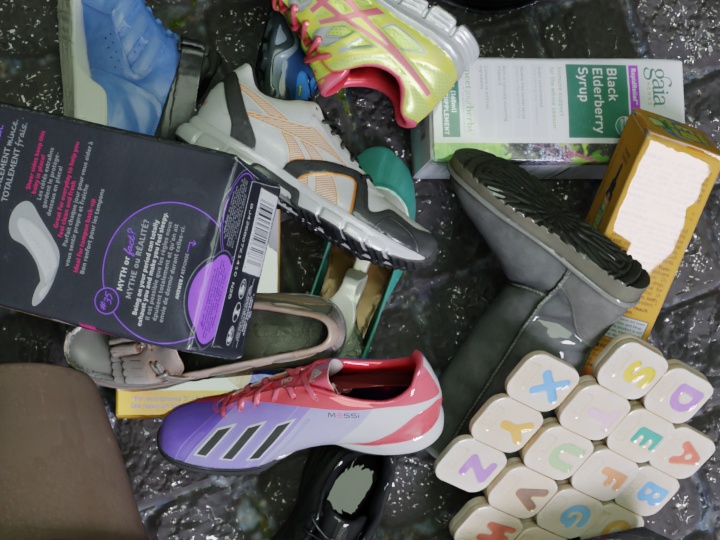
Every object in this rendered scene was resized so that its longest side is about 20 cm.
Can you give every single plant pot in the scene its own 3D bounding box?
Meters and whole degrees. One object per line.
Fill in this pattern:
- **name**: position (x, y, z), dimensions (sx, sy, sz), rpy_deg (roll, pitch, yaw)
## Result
- **plant pot**: position (-0.223, 0.159, 0.956), dimensions (0.198, 0.201, 0.176), rpy_deg (-4, 67, -11)

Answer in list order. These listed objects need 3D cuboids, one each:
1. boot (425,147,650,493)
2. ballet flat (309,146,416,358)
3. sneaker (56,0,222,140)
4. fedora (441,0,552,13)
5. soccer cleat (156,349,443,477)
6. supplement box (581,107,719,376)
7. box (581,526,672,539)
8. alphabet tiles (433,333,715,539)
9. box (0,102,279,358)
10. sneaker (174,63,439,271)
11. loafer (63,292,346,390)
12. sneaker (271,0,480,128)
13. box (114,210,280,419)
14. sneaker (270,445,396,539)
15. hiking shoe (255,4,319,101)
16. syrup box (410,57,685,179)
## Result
- **boot**: position (0.092, 0.039, 1.043), dimensions (0.182, 0.201, 0.072), rpy_deg (43, 33, 19)
- **ballet flat**: position (0.000, 0.000, 1.064), dimensions (0.067, 0.070, 0.202), rpy_deg (19, 79, -6)
- **sneaker**: position (-0.159, -0.169, 1.058), dimensions (0.110, 0.077, 0.202), rpy_deg (0, 72, -20)
- **fedora**: position (0.109, -0.263, 1.058), dimensions (0.198, 0.092, 0.202), rpy_deg (-7, 126, -10)
- **soccer cleat**: position (-0.043, 0.090, 0.986), dimensions (0.197, 0.074, 0.069), rpy_deg (-5, 45, 4)
- **supplement box**: position (0.192, -0.010, 1.056), dimensions (0.068, 0.067, 0.202), rpy_deg (15, 112, -7)
- **box**: position (0.181, 0.297, 1.027), dimensions (0.121, 0.106, 0.203), rpy_deg (-9, 93, -12)
- **alphabet tiles**: position (0.155, 0.135, 1.035), dimensions (0.195, 0.015, 0.200), rpy_deg (27, 111, -32)
- **box**: position (-0.167, -0.026, 0.926), dimensions (0.198, 0.106, 0.124), rpy_deg (14, 86, 13)
- **sneaker**: position (-0.027, -0.070, 1.001), dimensions (0.199, 0.074, 0.080), rpy_deg (32, 80, 1)
- **loafer**: position (-0.108, 0.043, 0.995), dimensions (0.197, 0.063, 0.073), rpy_deg (-4, 87, -1)
- **sneaker**: position (-0.020, -0.170, 1.010), dimensions (0.199, 0.078, 0.091), rpy_deg (30, 84, 1)
- **box**: position (-0.118, 0.007, 1.058), dimensions (0.118, 0.041, 0.203), rpy_deg (1, 85, -10)
- **sneaker**: position (-0.031, 0.197, 1.023), dimensions (0.075, 0.091, 0.202), rpy_deg (22, 80, -9)
- **hiking shoe**: position (-0.028, -0.177, 1.080), dimensions (0.086, 0.074, 0.202), rpy_deg (13, 81, -8)
- **syrup box**: position (0.140, -0.113, 1.099), dimensions (0.197, 0.081, 0.080), rpy_deg (-1, 84, -9)
